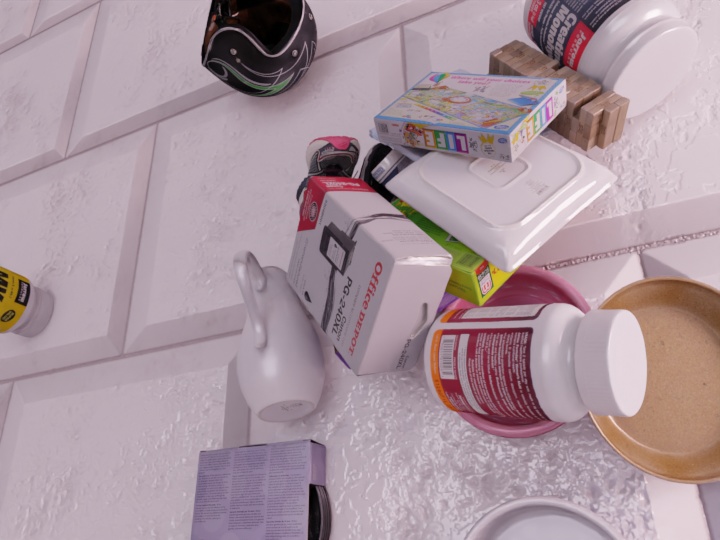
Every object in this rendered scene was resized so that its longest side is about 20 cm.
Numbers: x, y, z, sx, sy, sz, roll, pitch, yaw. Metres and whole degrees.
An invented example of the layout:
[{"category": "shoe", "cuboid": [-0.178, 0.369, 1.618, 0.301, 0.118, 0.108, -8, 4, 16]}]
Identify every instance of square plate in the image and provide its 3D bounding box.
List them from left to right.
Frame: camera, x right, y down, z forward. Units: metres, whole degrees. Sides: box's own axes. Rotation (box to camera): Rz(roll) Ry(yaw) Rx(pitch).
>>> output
[{"category": "square plate", "cuboid": [0.161, -0.110, 0.672, 0.198, 0.029, 0.197, -36, 53, -20]}]

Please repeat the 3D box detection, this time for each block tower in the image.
[{"category": "block tower", "cuboid": [0.242, -0.228, 0.740, 0.053, 0.059, 0.200, -30, 51, -17]}]

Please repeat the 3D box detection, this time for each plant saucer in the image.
[{"category": "plant saucer", "cuboid": [0.184, 0.097, 0.694, 0.195, 0.051, 0.206, -11, 64, 23]}, {"category": "plant saucer", "cuboid": [0.321, 0.110, 0.598, 0.194, 0.036, 0.207, -2, 76, 6]}]

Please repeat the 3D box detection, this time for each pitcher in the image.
[{"category": "pitcher", "cuboid": [-0.122, 0.087, 0.785, 0.118, 0.172, 0.205, -19, 59, 11]}]

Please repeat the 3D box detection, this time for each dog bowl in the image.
[{"category": "dog bowl", "cuboid": [0.190, 0.333, 0.568, 0.195, 0.079, 0.206, -11, 64, 23]}]

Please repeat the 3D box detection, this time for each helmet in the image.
[{"category": "helmet", "cuboid": [-0.173, -0.407, 1.022, 0.200, 0.186, 0.206, -37, 47, 56]}]

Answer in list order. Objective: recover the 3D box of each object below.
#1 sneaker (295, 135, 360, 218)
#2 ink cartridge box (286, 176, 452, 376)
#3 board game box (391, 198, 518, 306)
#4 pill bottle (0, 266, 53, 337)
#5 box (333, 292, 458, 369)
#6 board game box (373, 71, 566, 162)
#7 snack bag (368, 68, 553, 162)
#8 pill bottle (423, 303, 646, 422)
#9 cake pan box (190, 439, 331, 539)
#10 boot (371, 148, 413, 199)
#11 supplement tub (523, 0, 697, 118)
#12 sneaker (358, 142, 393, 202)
[{"category": "sneaker", "cuboid": [-0.045, -0.121, 0.847, 0.078, 0.201, 0.077, 0, 62, -15]}, {"category": "ink cartridge box", "cuboid": [0.000, 0.000, 0.672, 0.200, 0.082, 0.149, 46, 128, 45]}, {"category": "board game box", "cuboid": [0.097, -0.035, 0.706, 0.101, 0.048, 0.198, -39, 37, -22]}, {"category": "pill bottle", "cuboid": [-0.689, 0.048, 1.079, 0.111, 0.200, 0.118, -11, 63, 22]}, {"category": "box", "cuboid": [0.045, 0.025, 0.774, 0.198, 0.039, 0.138, -34, 32, 10]}, {"category": "board game box", "cuboid": [0.131, -0.195, 0.710, 0.197, 0.035, 0.134, 20, 52, 40]}, {"category": "snack bag", "cuboid": [0.138, -0.190, 0.777, 0.199, 0.022, 0.188, -38, 55, -21]}, {"category": "pill bottle", "cuboid": [0.168, 0.090, 0.577, 0.197, 0.108, 0.113, -7, 63, 46]}, {"category": "cake pan box", "cuboid": [-0.133, 0.327, 0.757, 0.195, 0.052, 0.189, -13, 65, 22]}, {"category": "boot", "cuboid": [0.104, -0.173, 0.855, 0.090, 0.073, 0.201, 44, 67, -7]}, {"category": "supplement tub", "cuboid": [0.317, -0.312, 0.753, 0.139, 0.140, 0.203, -33, 57, 10]}, {"category": "sneaker", "cuboid": [0.001, -0.103, 0.865, 0.082, 0.071, 0.204, -14, 49, 46]}]
